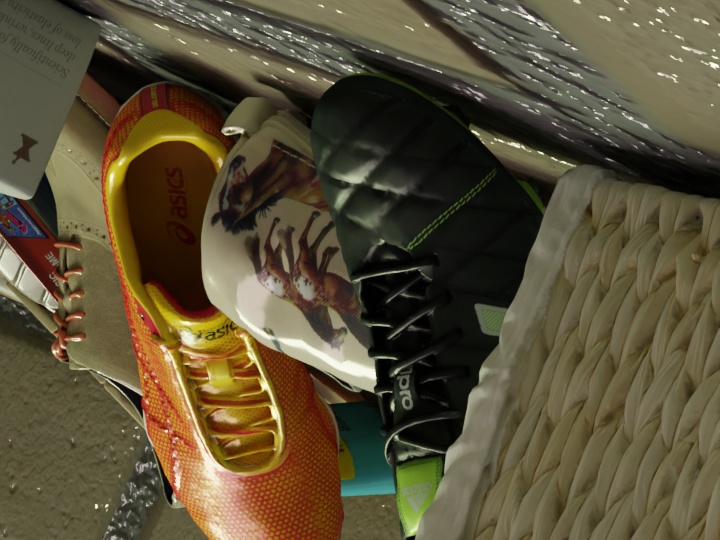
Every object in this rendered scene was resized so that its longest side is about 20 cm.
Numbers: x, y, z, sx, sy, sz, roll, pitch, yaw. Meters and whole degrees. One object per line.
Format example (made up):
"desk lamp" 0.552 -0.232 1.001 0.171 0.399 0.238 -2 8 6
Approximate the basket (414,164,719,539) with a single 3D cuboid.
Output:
"basket" 0.136 0.100 0.792 0.198 0.200 0.161 27 172 -32

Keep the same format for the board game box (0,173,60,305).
"board game box" -0.125 -0.011 1.170 0.200 0.019 0.103 52 -174 -24

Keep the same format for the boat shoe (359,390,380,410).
"boat shoe" 0.098 0.056 1.319 0.200 0.063 0.073 16 152 11

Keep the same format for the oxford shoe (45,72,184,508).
"oxford shoe" -0.094 0.002 1.094 0.200 0.075 0.070 58 168 -9

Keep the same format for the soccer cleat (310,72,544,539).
"soccer cleat" 0.034 0.036 0.848 0.067 0.081 0.200 -12 110 48

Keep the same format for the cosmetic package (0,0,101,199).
"cosmetic package" -0.196 -0.091 1.019 0.200 0.074 0.102 15 170 46

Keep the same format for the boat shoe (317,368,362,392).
"boat shoe" -0.060 -0.006 1.236 0.200 0.071 0.072 29 174 -22

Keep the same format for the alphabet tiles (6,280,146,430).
"alphabet tiles" -0.111 0.045 1.406 0.200 0.006 0.166 46 -170 0

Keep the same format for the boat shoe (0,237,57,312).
"boat shoe" -0.122 -0.019 1.308 0.074 0.073 0.200 -20 129 19

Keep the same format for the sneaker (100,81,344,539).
"sneaker" -0.057 0.031 1.037 0.073 0.200 0.077 -17 -163 5

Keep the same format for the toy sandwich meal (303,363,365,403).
"toy sandwich meal" -0.035 0.028 1.435 0.205 0.070 0.205 25 176 2

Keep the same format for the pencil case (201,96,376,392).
"pencil case" 0.037 0.007 0.943 0.200 0.090 0.078 22 -150 26

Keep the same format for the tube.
"tube" 0.016 0.085 1.358 0.200 0.050 0.077 -3 -162 -25

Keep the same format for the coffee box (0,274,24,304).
"coffee box" -0.222 -0.046 1.486 0.114 0.080 0.200 22 174 22
